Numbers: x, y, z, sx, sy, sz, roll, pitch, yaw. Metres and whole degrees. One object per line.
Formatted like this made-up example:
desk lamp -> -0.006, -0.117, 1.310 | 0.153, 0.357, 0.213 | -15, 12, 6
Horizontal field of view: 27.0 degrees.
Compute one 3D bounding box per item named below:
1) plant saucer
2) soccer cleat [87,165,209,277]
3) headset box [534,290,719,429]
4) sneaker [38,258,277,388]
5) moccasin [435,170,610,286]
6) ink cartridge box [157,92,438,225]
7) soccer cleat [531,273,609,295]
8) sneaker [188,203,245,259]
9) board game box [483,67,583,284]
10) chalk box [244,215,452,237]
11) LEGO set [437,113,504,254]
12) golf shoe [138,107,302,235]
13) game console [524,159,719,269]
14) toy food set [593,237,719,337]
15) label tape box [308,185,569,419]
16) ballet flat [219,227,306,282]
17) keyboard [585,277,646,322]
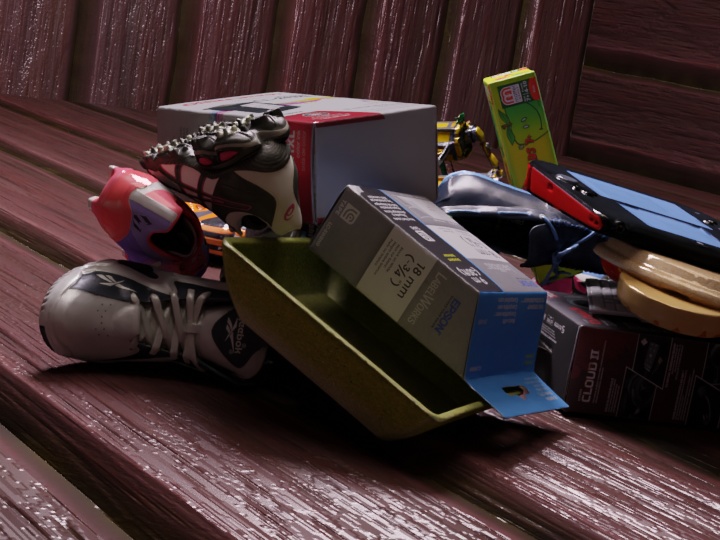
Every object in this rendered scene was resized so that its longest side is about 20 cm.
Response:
plant saucer -> 0.003, 0.053, 1.087 | 0.199, 0.048, 0.200 | 39, 15, 17
soccer cleat -> -0.151, -0.021, 1.190 | 0.076, 0.067, 0.200 | 28, -12, 19
headset box -> 0.228, 0.074, 1.285 | 0.198, 0.078, 0.149 | 9, 9, -13
sneaker -> -0.128, 0.040, 1.115 | 0.129, 0.080, 0.198 | 7, -5, 42
moccasin -> 0.160, -0.026, 1.385 | 0.198, 0.081, 0.068 | 14, 44, 10
ink cartridge box -> -0.055, -0.098, 1.253 | 0.199, 0.084, 0.145 | 11, 18, 44
soccer cleat -> 0.215, 0.035, 1.581 | 0.086, 0.071, 0.199 | -12, -4, 40
sneaker -> -0.156, -0.060, 1.688 | 0.111, 0.078, 0.200 | 12, 10, 8
board game box -> 0.170, -0.096, 1.489 | 0.047, 0.202, 0.102 | -14, 9, 4
chalk box -> 0.000, 0.000, 1.351 | 0.123, 0.126, 0.199 | -1, 15, -44
LEGO set -> 0.123, -0.052, 1.513 | 0.115, 0.201, 0.154 | 2, 28, 29
golf shoe -> -0.108, -0.067, 1.140 | 0.077, 0.089, 0.200 | -26, 13, -23
game console -> 0.249, -0.042, 1.277 | 0.198, 0.031, 0.177 | 15, 11, -21
toy food set -> 0.283, 0.022, 1.229 | 0.196, 0.049, 0.200 | 16, 9, -17
label tape box -> 0.076, 0.021, 1.131 | 0.200, 0.064, 0.144 | 40, 16, 22
ballet flat -> -0.086, 0.007, 1.240 | 0.063, 0.068, 0.200 | 18, -19, -1
keyboard -> 0.227, 0.023, 1.319 | 0.056, 0.011, 0.200 | 11, 8, 6
